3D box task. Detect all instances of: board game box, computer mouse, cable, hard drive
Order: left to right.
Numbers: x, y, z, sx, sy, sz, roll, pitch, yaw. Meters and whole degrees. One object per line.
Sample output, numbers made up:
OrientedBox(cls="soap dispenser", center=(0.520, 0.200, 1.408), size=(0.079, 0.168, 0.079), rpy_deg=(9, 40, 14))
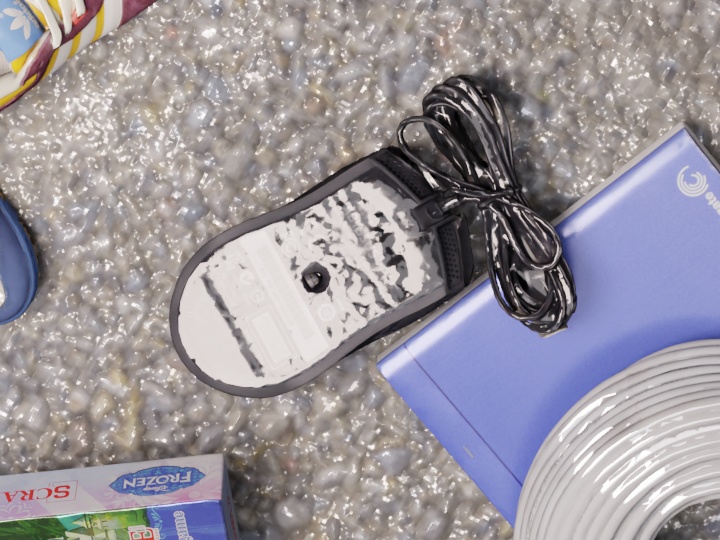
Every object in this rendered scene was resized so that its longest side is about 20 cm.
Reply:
OrientedBox(cls="board game box", center=(-0.154, 0.194, 1.401), size=(0.199, 0.041, 0.200), rpy_deg=(-6, 123, 5))
OrientedBox(cls="computer mouse", center=(0.000, 0.000, 1.357), size=(0.200, 0.053, 0.139), rpy_deg=(-24, 89, 6))
OrientedBox(cls="hard drive", center=(0.127, 0.036, 1.378), size=(0.200, 0.025, 0.132), rpy_deg=(-38, 101, 12))
OrientedBox(cls="cable", center=(0.177, 0.136, 1.365), size=(0.200, 0.069, 0.200), rpy_deg=(-24, 116, 6))

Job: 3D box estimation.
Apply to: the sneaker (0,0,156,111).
OrientedBox(cls="sneaker", center=(-0.148, -0.134, 1.306), size=(0.200, 0.090, 0.075), rpy_deg=(-41, 100, 12))

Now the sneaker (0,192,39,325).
OrientedBox(cls="sneaker", center=(-0.244, -0.041, 1.340), size=(0.075, 0.088, 0.200), rpy_deg=(-42, 102, 11))
